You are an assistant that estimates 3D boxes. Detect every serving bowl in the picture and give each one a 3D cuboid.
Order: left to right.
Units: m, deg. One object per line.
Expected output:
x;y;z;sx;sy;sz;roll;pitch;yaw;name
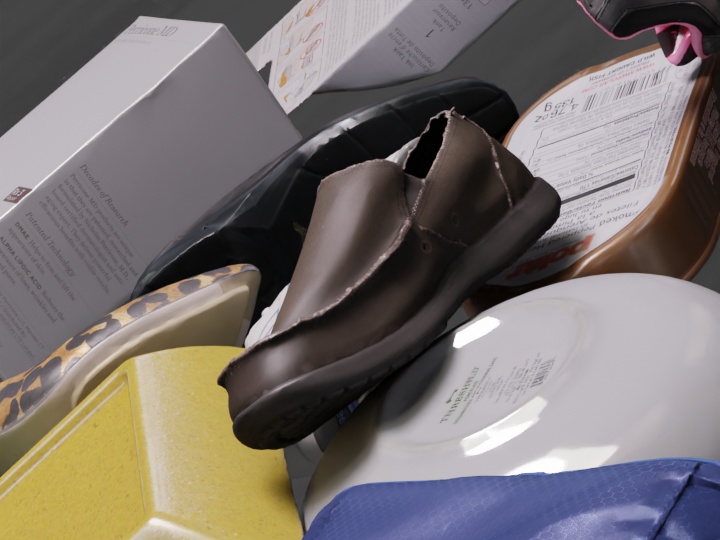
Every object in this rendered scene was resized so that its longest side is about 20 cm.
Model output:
0.057;0.062;1.062;0.199;0.066;0.200;-26;23;12;serving bowl

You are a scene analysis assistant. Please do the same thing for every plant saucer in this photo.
-0.115;0.120;1.120;0.200;0.048;0.200;-43;21;10;plant saucer

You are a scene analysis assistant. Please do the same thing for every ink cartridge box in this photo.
0.014;-0.133;1.579;0.200;0.050;0.161;-44;18;21;ink cartridge box

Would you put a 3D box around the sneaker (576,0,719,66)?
0.162;-0.128;1.247;0.079;0.199;0.096;50;122;33;sneaker

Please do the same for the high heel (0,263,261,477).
-0.139;0.052;1.319;0.200;0.071;0.142;-44;30;-8;high heel

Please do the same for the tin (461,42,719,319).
0.100;-0.034;1.246;0.112;0.042;0.200;-24;23;29;tin

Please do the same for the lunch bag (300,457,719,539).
0.035;0.145;0.821;0.199;0.136;0.132;-11;30;42;lunch bag

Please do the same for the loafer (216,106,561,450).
0.000;0.000;1.121;0.073;0.071;0.200;-37;2;39;loafer

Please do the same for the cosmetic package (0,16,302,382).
-0.138;-0.035;1.480;0.200;0.081;0.113;-45;24;-18;cosmetic package

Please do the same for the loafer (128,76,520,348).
-0.020;-0.030;1.350;0.199;0.073;0.072;-29;18;2;loafer

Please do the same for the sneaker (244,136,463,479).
-0.006;0.014;1.240;0.087;0.075;0.200;-21;23;35;sneaker
